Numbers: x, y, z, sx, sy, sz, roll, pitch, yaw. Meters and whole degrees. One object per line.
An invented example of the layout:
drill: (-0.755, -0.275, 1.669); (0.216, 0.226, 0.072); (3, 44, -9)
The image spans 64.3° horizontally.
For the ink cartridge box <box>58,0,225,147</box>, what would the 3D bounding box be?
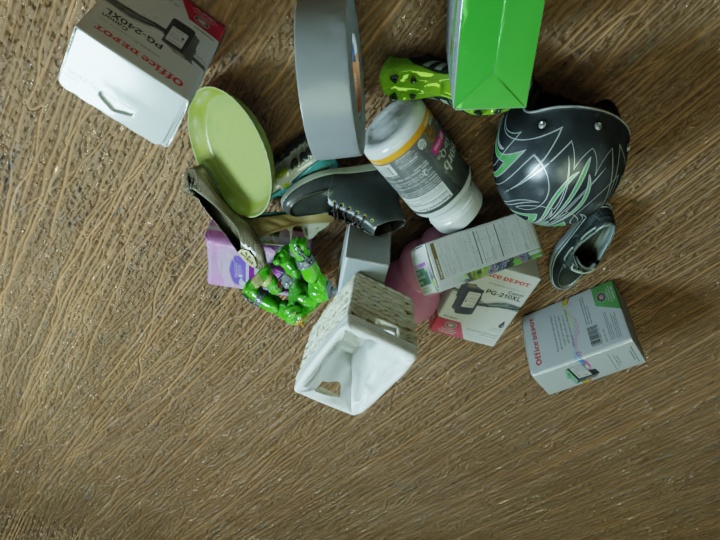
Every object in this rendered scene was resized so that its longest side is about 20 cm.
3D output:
ink cartridge box: (-0.271, -0.280, 0.736); (0.143, 0.204, 0.083); (30, 131, -24)

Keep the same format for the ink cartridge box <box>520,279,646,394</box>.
ink cartridge box: (0.427, 0.133, 1.118); (0.196, 0.148, 0.084); (-28, 127, 28)

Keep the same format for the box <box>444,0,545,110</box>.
box: (0.151, -0.327, 0.673); (0.093, 0.180, 0.204); (1, 135, 4)

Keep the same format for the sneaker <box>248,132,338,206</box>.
sneaker: (-0.122, -0.144, 0.949); (0.196, 0.080, 0.079); (-24, 142, 29)

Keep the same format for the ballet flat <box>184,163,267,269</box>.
ballet flat: (-0.220, -0.081, 0.921); (0.202, 0.046, 0.067); (55, 143, 2)

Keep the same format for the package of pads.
package of pads: (-0.190, -0.021, 1.069); (0.193, 0.077, 0.122); (9, 137, -4)

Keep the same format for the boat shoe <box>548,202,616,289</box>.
boat shoe: (0.389, -0.030, 1.017); (0.069, 0.072, 0.204); (6, 135, -2)

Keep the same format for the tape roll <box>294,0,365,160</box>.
tape roll: (-0.034, -0.251, 0.746); (0.064, 0.204, 0.204); (-3, 135, 7)

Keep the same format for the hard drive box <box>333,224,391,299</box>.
hard drive box: (0.000, 0.000, 1.018); (0.074, 0.159, 0.204); (10, 134, -4)

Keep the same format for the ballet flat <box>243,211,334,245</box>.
ballet flat: (-0.112, -0.078, 0.985); (0.193, 0.069, 0.065); (-11, 94, -8)

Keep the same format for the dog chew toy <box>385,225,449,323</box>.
dog chew toy: (0.113, 0.002, 1.042); (0.121, 0.126, 0.202); (22, 123, -18)

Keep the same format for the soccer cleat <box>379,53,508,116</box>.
soccer cleat: (0.123, -0.267, 0.799); (0.193, 0.083, 0.069); (8, 138, -1)

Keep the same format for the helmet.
helmet: (0.279, -0.162, 0.812); (0.192, 0.195, 0.204); (3, 135, 3)

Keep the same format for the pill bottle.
pill bottle: (0.101, -0.157, 0.886); (0.114, 0.119, 0.199); (-28, 127, 28)

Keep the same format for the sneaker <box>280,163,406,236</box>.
sneaker: (-0.026, -0.100, 0.915); (0.193, 0.109, 0.075); (-15, 160, -6)

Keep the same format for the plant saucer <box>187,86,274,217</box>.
plant saucer: (-0.194, -0.183, 0.882); (0.197, 0.031, 0.205); (28, 134, 31)

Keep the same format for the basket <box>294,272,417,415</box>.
basket: (-0.008, 0.121, 0.939); (0.132, 0.126, 0.201); (24, 131, -17)

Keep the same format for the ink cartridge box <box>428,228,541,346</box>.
ink cartridge box: (0.228, 0.036, 1.083); (0.140, 0.086, 0.203); (14, 133, -10)

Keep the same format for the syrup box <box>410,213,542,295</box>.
syrup box: (0.188, -0.028, 0.938); (0.194, 0.084, 0.079); (-19, 177, -15)

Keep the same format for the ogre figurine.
ogre figurine: (-0.119, 0.027, 0.991); (0.119, 0.099, 0.200); (40, 115, -14)
